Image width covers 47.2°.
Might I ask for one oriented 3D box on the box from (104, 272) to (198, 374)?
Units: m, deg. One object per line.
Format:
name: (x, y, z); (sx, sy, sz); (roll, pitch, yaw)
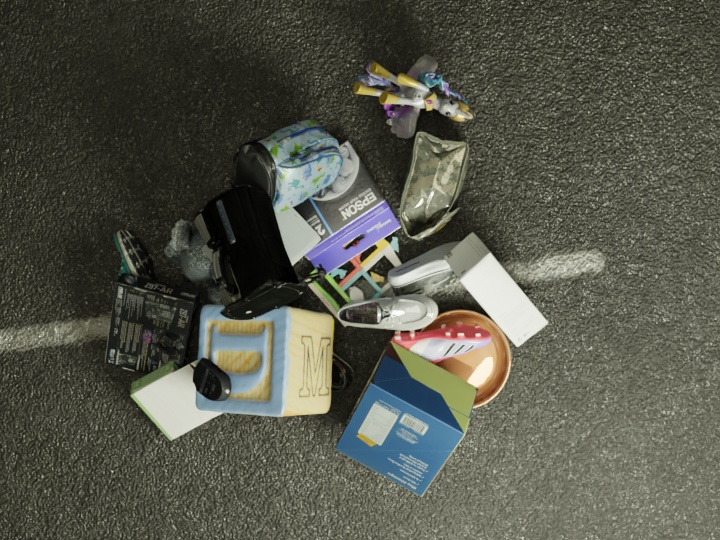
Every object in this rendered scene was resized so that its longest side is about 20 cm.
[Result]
box: (-0.422, 0.117, 1.660); (0.159, 0.044, 0.201); (14, 118, -3)

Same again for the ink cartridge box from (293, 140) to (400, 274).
ink cartridge box: (-0.052, -0.120, 1.639); (0.197, 0.043, 0.201); (-33, 84, 7)

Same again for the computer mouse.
computer mouse: (-0.299, 0.169, 1.490); (0.200, 0.034, 0.059); (36, 114, 28)

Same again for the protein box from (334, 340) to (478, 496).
protein box: (0.088, 0.286, 1.585); (0.197, 0.135, 0.201); (28, 127, 3)

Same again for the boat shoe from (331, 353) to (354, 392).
boat shoe: (-0.106, 0.177, 1.669); (0.200, 0.063, 0.074); (30, 100, 9)

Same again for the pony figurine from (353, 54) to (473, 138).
pony figurine: (0.091, -0.326, 1.534); (0.199, 0.193, 0.168); (10, 105, -34)

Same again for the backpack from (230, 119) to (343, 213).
backpack: (-0.129, -0.198, 1.549); (0.153, 0.200, 0.164); (31, 138, 12)

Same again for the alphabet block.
alphabet block: (-0.176, 0.170, 1.558); (0.194, 0.200, 0.198); (1, 83, 24)

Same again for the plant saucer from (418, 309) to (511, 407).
plant saucer: (0.201, 0.176, 1.654); (0.198, 0.037, 0.202); (0, 94, 5)

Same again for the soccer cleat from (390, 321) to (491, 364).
soccer cleat: (0.157, 0.150, 1.611); (0.198, 0.067, 0.077); (-5, 109, 7)

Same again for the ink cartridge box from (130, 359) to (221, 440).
ink cartridge box: (-0.344, 0.246, 1.678); (0.199, 0.048, 0.146); (-28, 120, 6)

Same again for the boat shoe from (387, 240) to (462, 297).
boat shoe: (0.153, 0.001, 1.634); (0.198, 0.072, 0.071); (-19, 117, 3)

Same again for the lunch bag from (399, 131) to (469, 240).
lunch bag: (0.138, -0.151, 1.568); (0.117, 0.164, 0.202); (15, 97, 7)

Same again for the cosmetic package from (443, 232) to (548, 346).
cosmetic package: (0.255, 0.036, 1.565); (0.081, 0.113, 0.200); (-39, 117, 6)

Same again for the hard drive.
hard drive: (-0.183, -0.050, 1.554); (0.132, 0.026, 0.200); (46, 53, 1)

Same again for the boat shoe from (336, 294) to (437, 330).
boat shoe: (0.048, 0.081, 1.597); (0.198, 0.068, 0.073); (3, 94, 24)

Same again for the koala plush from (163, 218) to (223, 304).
koala plush: (-0.291, -0.036, 1.602); (0.177, 0.200, 0.184); (44, 97, 1)

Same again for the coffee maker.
coffee maker: (-0.175, -0.040, 1.428); (0.191, 0.135, 0.201); (-19, 73, -3)

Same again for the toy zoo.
toy zoo: (0.000, 0.000, 1.666); (0.200, 0.020, 0.131); (-43, 90, 7)

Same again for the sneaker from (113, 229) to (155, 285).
sneaker: (-0.471, 0.016, 1.690); (0.079, 0.077, 0.202); (-15, 93, 15)
